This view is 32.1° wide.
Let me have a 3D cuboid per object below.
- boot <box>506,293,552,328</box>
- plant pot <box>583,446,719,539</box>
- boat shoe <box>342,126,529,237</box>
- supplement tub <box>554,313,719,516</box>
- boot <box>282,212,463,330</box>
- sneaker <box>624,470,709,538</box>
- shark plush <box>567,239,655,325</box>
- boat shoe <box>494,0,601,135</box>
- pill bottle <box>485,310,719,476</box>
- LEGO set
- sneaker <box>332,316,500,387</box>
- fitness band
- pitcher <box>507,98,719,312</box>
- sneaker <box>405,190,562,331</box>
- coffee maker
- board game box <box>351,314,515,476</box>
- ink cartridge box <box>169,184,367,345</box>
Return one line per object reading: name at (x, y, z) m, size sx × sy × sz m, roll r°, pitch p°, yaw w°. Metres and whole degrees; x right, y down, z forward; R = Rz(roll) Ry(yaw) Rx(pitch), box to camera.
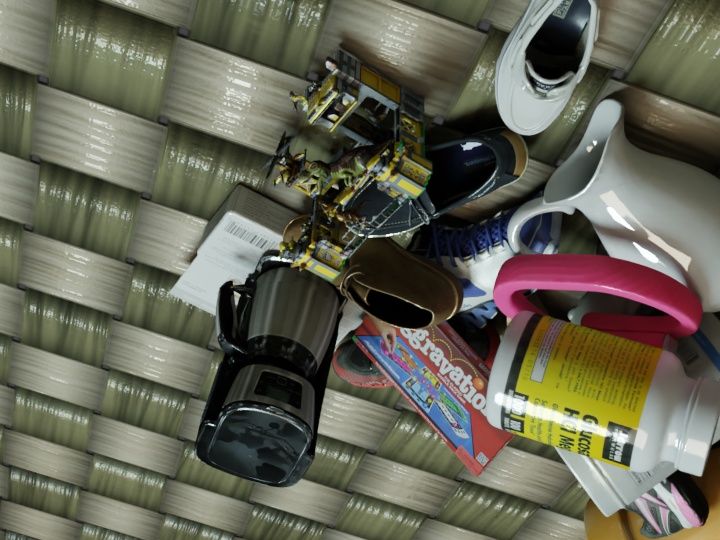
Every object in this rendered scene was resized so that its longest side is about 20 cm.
boot at (0.262, 0.073, 1.337) m, size 0.198 × 0.067 × 0.176 m, roll -1°, pitch 148°, yaw 16°
plant pot at (0.402, 0.309, 1.502) m, size 0.199 × 0.201 × 0.183 m, roll 33°, pitch 123°, yaw -24°
boat shoe at (0.061, -0.082, 1.174) m, size 0.199 × 0.062 × 0.075 m, roll -19°, pitch 90°, yaw 30°
supplement tub at (0.287, 0.134, 1.241) m, size 0.199 × 0.132 × 0.132 m, roll -37°, pitch 128°, yaw 5°
boot at (0.000, 0.000, 1.231) m, size 0.199 × 0.075 × 0.074 m, roll 24°, pitch 118°, yaw 20°
sneaker at (0.299, 0.222, 1.412) m, size 0.086 × 0.080 × 0.201 m, roll -37°, pitch 86°, yaw 26°
shark plush at (0.259, 0.061, 1.258) m, size 0.083 × 0.091 × 0.201 m, roll 13°, pitch 110°, yaw -39°
boat shoe at (0.153, -0.176, 1.043) m, size 0.073 × 0.066 × 0.201 m, roll 11°, pitch 143°, yaw 2°
pill bottle at (0.222, 0.115, 1.134) m, size 0.198 × 0.113 × 0.113 m, roll 16°, pitch 145°, yaw 19°
LEGO set at (-0.030, -0.098, 1.131) m, size 0.115 × 0.155 × 0.200 m, roll 27°, pitch 140°, yaw -23°
sneaker at (0.051, 0.086, 1.388) m, size 0.199 × 0.072 × 0.098 m, roll -8°, pitch 164°, yaw 23°
fitness band at (0.213, 0.032, 1.145) m, size 0.199 × 0.038 × 0.143 m, roll 0°, pitch 153°, yaw 45°
pitcher at (0.250, -0.034, 1.142) m, size 0.199 × 0.122 × 0.172 m, roll 34°, pitch 123°, yaw -16°
sneaker at (0.110, -0.014, 1.252) m, size 0.114 × 0.081 × 0.200 m, roll 22°, pitch 144°, yaw -15°
coffee maker at (-0.087, 0.119, 1.310) m, size 0.133 × 0.201 × 0.193 m, roll 6°, pitch 141°, yaw 10°
board game box at (0.081, 0.109, 1.301) m, size 0.200 × 0.019 × 0.103 m, roll 47°, pitch 130°, yaw 16°
ink cartridge box at (-0.087, 0.009, 1.372) m, size 0.199 × 0.045 × 0.176 m, roll 27°, pitch 140°, yaw -16°
